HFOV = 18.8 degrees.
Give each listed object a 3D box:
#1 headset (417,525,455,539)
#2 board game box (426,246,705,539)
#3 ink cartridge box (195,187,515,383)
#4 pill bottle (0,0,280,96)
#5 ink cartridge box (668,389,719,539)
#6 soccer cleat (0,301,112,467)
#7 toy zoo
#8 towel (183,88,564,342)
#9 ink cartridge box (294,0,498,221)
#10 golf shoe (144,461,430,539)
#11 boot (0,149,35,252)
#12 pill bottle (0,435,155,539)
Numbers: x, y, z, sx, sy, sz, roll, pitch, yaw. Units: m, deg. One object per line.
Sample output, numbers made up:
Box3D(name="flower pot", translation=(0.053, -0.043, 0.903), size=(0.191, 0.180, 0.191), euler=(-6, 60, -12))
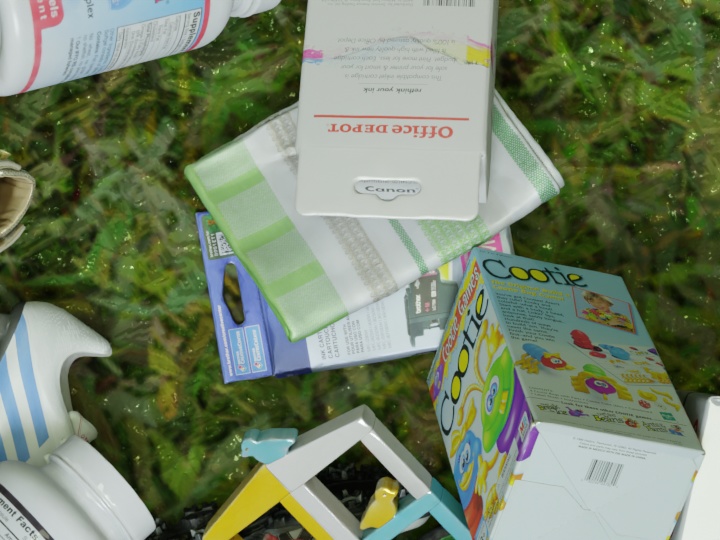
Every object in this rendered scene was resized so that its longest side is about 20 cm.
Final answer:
Box3D(name="headset", translation=(0.098, 0.245, 1.357), size=(0.123, 0.094, 0.200), euler=(-42, 77, -2))
Box3D(name="board game box", translation=(0.115, 0.086, 1.291), size=(0.105, 0.200, 0.103), euler=(11, 117, -14))
Box3D(name="ink cartridge box", translation=(0.000, 0.000, 1.398), size=(0.200, 0.042, 0.119), euler=(-10, 87, 1))
Box3D(name="pill bottle", translation=(-0.149, -0.180, 1.342), size=(0.200, 0.109, 0.109), euler=(-19, 87, -29))
Box3D(name="ink cartridge box", translation=(0.218, 0.148, 1.309), size=(0.084, 0.200, 0.146), euler=(12, 87, 0))
Box3D(name="soccer cleat", translation=(-0.218, 0.120, 1.374), size=(0.086, 0.070, 0.200), euler=(20, 88, -5))
Box3D(name="toy zoo", translation=(-0.001, 0.168, 1.305), size=(0.131, 0.020, 0.200), euler=(-39, 103, 21))
Box3D(name="towel", translation=(0.007, -0.060, 1.367), size=(0.200, 0.031, 0.149), euler=(-30, 65, -11))
Box3D(name="ink cartridge box", translation=(0.024, -0.109, 1.340), size=(0.116, 0.068, 0.200), euler=(2, 65, 6))
Box3D(name="golf shoe", translation=(-0.043, 0.184, 1.379), size=(0.200, 0.078, 0.095), euler=(-15, 104, 1))
Box3D(name="boot", translation=(-0.252, -0.071, 1.317), size=(0.155, 0.200, 0.072), euler=(18, 128, 30))
Box3D(name="pill bottle", translation=(-0.221, 0.192, 1.295), size=(0.200, 0.112, 0.112), euler=(-42, 88, -17))
